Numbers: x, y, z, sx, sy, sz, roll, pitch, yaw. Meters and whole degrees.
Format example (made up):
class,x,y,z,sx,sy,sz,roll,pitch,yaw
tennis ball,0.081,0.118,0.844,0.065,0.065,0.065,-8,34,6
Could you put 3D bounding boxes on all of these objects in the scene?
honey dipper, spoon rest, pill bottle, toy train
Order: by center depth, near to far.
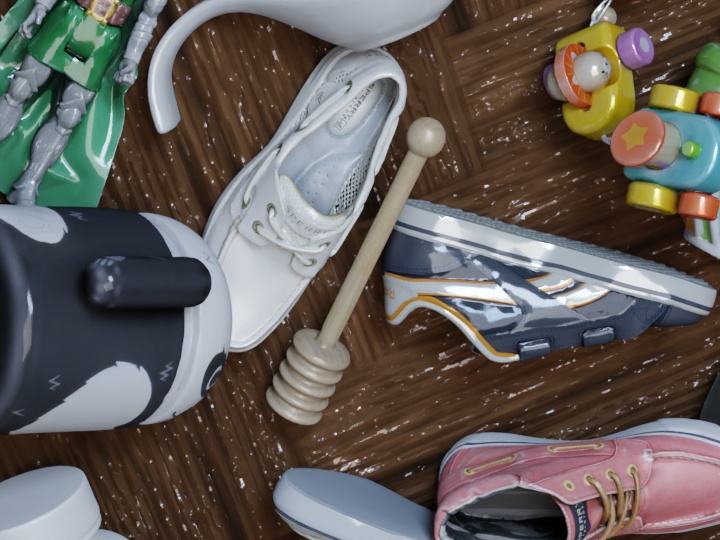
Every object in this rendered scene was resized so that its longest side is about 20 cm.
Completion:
class,x,y,z,sx,sy,sz,roll,pitch,yaw
spoon rest,-0.033,-0.142,1.132,0.198,0.099,0.061,-23,102,8
toy train,0.164,-0.125,1.132,0.055,0.201,0.150,13,128,-43
honey dipper,0.000,0.000,1.171,0.038,0.038,0.201,20,115,-15
pill bottle,-0.167,0.222,1.183,0.110,0.111,0.202,-19,107,-5

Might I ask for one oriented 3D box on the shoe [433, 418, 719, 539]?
class,x,y,z,sx,sy,sz,roll,pitch,yaw
shoe,0.141,0.138,1.202,0.198,0.091,0.072,-1,109,9

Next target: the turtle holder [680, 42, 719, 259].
class,x,y,z,sx,sy,sz,roll,pitch,yaw
turtle holder,0.265,-0.058,1.183,0.184,0.141,0.133,18,99,-27

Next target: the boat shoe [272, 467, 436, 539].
class,x,y,z,sx,sy,sz,roll,pitch,yaw
boat shoe,0.025,0.189,1.238,0.201,0.075,0.087,22,103,-25

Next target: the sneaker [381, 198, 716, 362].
class,x,y,z,sx,sy,sz,roll,pitch,yaw
sneaker,0.108,0.017,1.202,0.198,0.078,0.080,13,96,-2

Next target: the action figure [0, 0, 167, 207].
class,x,y,z,sx,sy,sz,roll,pitch,yaw
action figure,-0.157,-0.129,1.126,0.117,0.055,0.201,27,97,-22

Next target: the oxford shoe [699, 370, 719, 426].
class,x,y,z,sx,sy,sz,roll,pitch,yaw
oxford shoe,0.284,0.038,1.257,0.071,0.071,0.201,22,101,-42

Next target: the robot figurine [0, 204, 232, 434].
class,x,y,z,sx,sy,sz,roll,pitch,yaw
robot figurine,-0.164,0.029,1.104,0.199,0.150,0.126,1,111,-41

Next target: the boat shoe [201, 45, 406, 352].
class,x,y,z,sx,sy,sz,roll,pitch,yaw
boat shoe,-0.037,-0.038,1.163,0.070,0.069,0.201,26,99,-18
